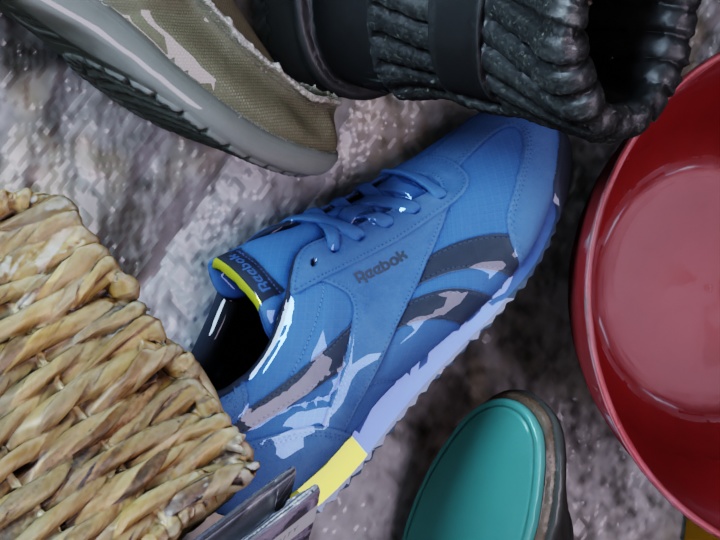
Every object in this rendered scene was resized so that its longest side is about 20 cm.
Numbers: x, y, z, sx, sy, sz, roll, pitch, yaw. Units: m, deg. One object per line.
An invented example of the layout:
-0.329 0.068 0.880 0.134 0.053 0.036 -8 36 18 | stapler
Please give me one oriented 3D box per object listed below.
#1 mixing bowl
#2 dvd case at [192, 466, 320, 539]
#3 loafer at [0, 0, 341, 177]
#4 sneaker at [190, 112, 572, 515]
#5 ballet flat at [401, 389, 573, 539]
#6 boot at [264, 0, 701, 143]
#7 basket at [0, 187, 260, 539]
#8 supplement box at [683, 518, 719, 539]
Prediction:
0.157 0.009 0.966 0.199 0.108 0.201 0 90 -19 | mixing bowl
-0.083 0.155 0.808 0.149 0.016 0.200 -36 159 -28 | dvd case
-0.072 -0.095 0.800 0.200 0.075 0.070 35 83 -38 | loafer
0.000 0.000 0.886 0.200 0.066 0.079 -49 121 -19 | sneaker
0.042 0.140 0.957 0.068 0.068 0.201 10 105 -49 | ballet flat
0.036 -0.150 0.817 0.079 0.158 0.212 -17 105 -36 | boot
-0.158 0.078 0.781 0.200 0.149 0.143 -38 88 -25 | basket
0.247 0.189 1.079 0.199 0.133 0.198 1 99 -38 | supplement box
